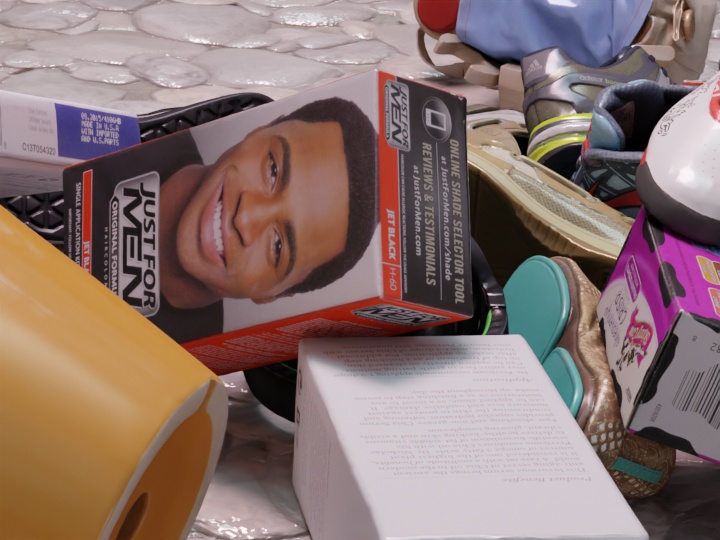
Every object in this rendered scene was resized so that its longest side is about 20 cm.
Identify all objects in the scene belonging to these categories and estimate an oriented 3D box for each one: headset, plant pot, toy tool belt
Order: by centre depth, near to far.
[{"bbox_3d":[-0.157,0.058,1.034,0.183,0.200,0.200,26,25,12],"label":"plant pot"},{"bbox_3d":[0.000,0.000,1.311,0.123,0.094,0.200,-7,30,-6],"label":"headset"},{"bbox_3d":[0.111,-0.151,1.724,0.200,0.125,0.123,11,13,21],"label":"toy tool belt"}]

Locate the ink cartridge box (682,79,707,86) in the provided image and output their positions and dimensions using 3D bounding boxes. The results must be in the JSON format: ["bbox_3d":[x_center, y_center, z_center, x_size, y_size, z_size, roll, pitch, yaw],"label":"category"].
[{"bbox_3d":[0.266,-0.047,1.479,0.200,0.109,0.050,-2,21,-15],"label":"ink cartridge box"}]

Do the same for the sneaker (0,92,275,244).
[{"bbox_3d":[-0.129,-0.051,1.518,0.200,0.072,0.083,-7,-3,-28],"label":"sneaker"}]

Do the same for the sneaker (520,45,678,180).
[{"bbox_3d":[0.164,-0.081,1.531,0.200,0.081,0.074,7,-28,-44],"label":"sneaker"}]

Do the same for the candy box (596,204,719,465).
[{"bbox_3d":[0.206,0.051,1.193,0.200,0.061,0.136,20,19,-7],"label":"candy box"}]

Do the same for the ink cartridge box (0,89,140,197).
[{"bbox_3d":[-0.239,-0.056,1.357,0.200,0.043,0.196,-5,-4,25],"label":"ink cartridge box"}]

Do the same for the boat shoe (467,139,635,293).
[{"bbox_3d":[0.092,-0.015,1.386,0.200,0.073,0.063,25,30,21],"label":"boat shoe"}]

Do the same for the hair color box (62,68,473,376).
[{"bbox_3d":[-0.045,-0.014,1.222,0.200,0.102,0.061,-15,-20,41],"label":"hair color box"}]

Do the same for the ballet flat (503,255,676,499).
[{"bbox_3d":[0.103,0.053,1.270,0.065,0.071,0.200,27,19,-13],"label":"ballet flat"}]

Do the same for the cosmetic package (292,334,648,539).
[{"bbox_3d":[0.037,0.093,1.110,0.101,0.071,0.200,0,20,-10],"label":"cosmetic package"}]

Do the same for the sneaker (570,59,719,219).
[{"bbox_3d":[0.144,-0.057,1.407,0.200,0.096,0.079,-24,28,47],"label":"sneaker"}]

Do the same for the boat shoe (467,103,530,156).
[{"bbox_3d":[0.056,-0.049,1.500,0.068,0.075,0.200,9,21,23],"label":"boat shoe"}]

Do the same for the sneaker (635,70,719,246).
[{"bbox_3d":[0.193,-0.094,1.247,0.067,0.108,0.201,35,38,14],"label":"sneaker"}]
